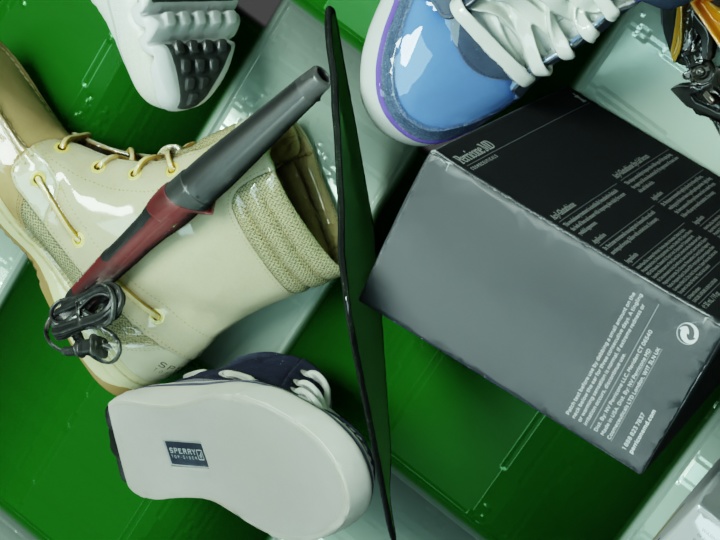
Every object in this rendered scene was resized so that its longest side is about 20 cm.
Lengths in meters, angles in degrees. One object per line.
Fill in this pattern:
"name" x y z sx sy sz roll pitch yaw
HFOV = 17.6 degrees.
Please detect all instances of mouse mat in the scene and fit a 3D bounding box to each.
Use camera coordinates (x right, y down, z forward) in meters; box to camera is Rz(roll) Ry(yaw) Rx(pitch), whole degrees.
"mouse mat" 0.000 0.000 1.040 0.007 0.200 0.161 -7 134 4

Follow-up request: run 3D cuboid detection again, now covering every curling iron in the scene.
"curling iron" -0.080 -0.025 1.102 0.200 0.026 0.050 -44 54 21

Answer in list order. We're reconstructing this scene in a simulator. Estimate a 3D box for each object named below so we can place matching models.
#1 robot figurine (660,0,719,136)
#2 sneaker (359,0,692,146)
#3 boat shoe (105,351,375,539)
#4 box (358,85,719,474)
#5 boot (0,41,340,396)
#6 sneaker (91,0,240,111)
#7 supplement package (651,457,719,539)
"robot figurine" 0.222 -0.082 1.028 0.145 0.058 0.200 -37 87 22
"sneaker" 0.094 -0.129 0.986 0.200 0.146 0.081 -46 111 -8
"boat shoe" -0.036 0.073 1.108 0.200 0.093 0.075 7 115 53
"box" 0.105 -0.003 1.015 0.141 0.200 0.079 34 112 12
"boot" -0.108 -0.053 1.157 0.155 0.073 0.201 -29 92 25
"sneaker" -0.117 -0.167 1.133 0.081 0.075 0.201 -23 76 34
"supplement package" 0.195 0.159 1.016 0.156 0.200 0.111 41 113 8
